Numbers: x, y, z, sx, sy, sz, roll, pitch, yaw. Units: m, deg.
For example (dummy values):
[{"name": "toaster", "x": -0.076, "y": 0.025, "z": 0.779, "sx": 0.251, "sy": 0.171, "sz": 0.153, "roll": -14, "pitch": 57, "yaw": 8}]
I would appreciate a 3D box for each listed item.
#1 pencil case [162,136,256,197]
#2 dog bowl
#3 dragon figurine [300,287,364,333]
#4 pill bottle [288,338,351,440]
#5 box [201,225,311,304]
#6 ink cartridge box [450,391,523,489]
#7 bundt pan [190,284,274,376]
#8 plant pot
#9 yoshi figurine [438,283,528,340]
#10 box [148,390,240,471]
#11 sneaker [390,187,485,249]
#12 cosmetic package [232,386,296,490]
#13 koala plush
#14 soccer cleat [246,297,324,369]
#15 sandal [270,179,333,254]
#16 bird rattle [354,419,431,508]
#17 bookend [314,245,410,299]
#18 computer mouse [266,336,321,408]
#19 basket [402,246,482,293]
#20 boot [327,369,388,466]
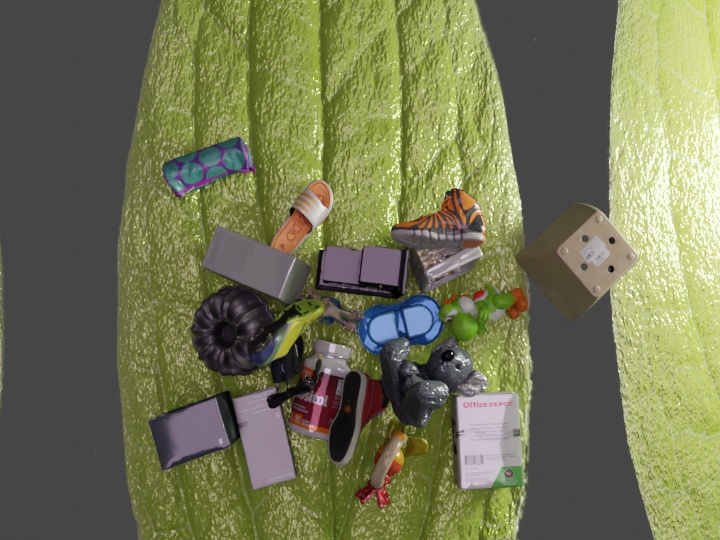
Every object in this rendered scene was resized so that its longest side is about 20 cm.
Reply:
[{"name": "pencil case", "x": -0.342, "y": -0.232, "z": 1.722, "sx": 0.196, "sy": 0.085, "sz": 0.094, "roll": -22, "pitch": 70, "yaw": -3}, {"name": "dog bowl", "x": 0.090, "y": 0.123, "z": 1.725, "sx": 0.196, "sy": 0.050, "sz": 0.114, "roll": -14, "pitch": 86, "yaw": -3}, {"name": "dragon figurine", "x": -0.083, "y": 0.084, "z": 1.713, "sx": 0.198, "sy": 0.099, "sz": 0.060, "roll": 21, "pitch": 83, "yaw": 37}, {"name": "pill bottle", "x": -0.084, "y": 0.260, "z": 1.675, "sx": 0.110, "sy": 0.113, "sz": 0.205, "roll": 14, "pitch": 84, "yaw": -1}, {"name": "box", "x": -0.225, "y": -0.007, "z": 1.665, "sx": 0.197, "sy": 0.124, "sz": 0.099, "roll": 22, "pitch": 85, "yaw": 15}, {"name": "ink cartridge box", "x": 0.279, "y": 0.373, "z": 1.692, "sx": 0.142, "sy": 0.084, "sz": 0.205, "roll": -1, "pitch": 85, "yaw": -2}, {"name": "bundt pan", "x": -0.288, "y": 0.138, "z": 1.662, "sx": 0.197, "sy": 0.076, "sz": 0.207, "roll": 2, "pitch": 97, "yaw": 20}, {"name": "plant pot", "x": 0.497, "y": -0.026, "z": 1.689, "sx": 0.199, "sy": 0.177, "sz": 0.201, "roll": -41, "pitch": 88, "yaw": -5}, {"name": "yoshi figurine", "x": 0.273, "y": 0.105, "z": 1.694, "sx": 0.195, "sy": 0.112, "sz": 0.115, "roll": -9, "pitch": 111, "yaw": -13}, {"name": "box", "x": -0.346, "y": 0.335, "z": 1.615, "sx": 0.145, "sy": 0.200, "sz": 0.109, "roll": -18, "pitch": 86, "yaw": -4}, {"name": "sneaker", "x": 0.157, "y": -0.107, "z": 1.559, "sx": 0.195, "sy": 0.078, "sz": 0.115, "roll": 2, "pitch": 71, "yaw": -8}, {"name": "cosmetic package", "x": -0.210, "y": 0.367, "z": 1.675, "sx": 0.105, "sy": 0.090, "sz": 0.204, "roll": -15, "pitch": 83, "yaw": -7}, {"name": "koala plush", "x": 0.160, "y": 0.227, "z": 1.639, "sx": 0.197, "sy": 0.186, "sz": 0.178, "roll": -25, "pitch": 51, "yaw": -24}, {"name": "soccer cleat", "x": -0.156, "y": 0.132, "z": 1.620, "sx": 0.199, "sy": 0.085, "sz": 0.064, "roll": -36, "pitch": 43, "yaw": -24}, {"name": "sandal", "x": -0.132, "y": -0.114, "z": 1.732, "sx": 0.078, "sy": 0.059, "sz": 0.209, "roll": 34, "pitch": 85, "yaw": 1}, {"name": "bird rattle", "x": 0.055, "y": 0.415, "z": 1.651, "sx": 0.112, "sy": 0.164, "sz": 0.201, "roll": 36, "pitch": 75, "yaw": 19}, {"name": "bookend", "x": 0.000, "y": 0.000, "z": 1.657, "sx": 0.194, "sy": 0.200, "sz": 0.094, "roll": 7, "pitch": 84, "yaw": -2}, {"name": "computer mouse", "x": -0.142, "y": 0.192, "z": 1.634, "sx": 0.139, "sy": 0.202, "sz": 0.046, "roll": -26, "pitch": 123, "yaw": 24}, {"name": "basket", "x": 0.174, "y": -0.043, "z": 1.670, "sx": 0.133, "sy": 0.200, "sz": 0.125, "roll": -25, "pitch": 82, "yaw": -4}, {"name": "boot", "x": 0.005, "y": 0.331, "z": 1.659, "sx": 0.071, "sy": 0.144, "sz": 0.204, "roll": 6, "pitch": 74, "yaw": 36}]
